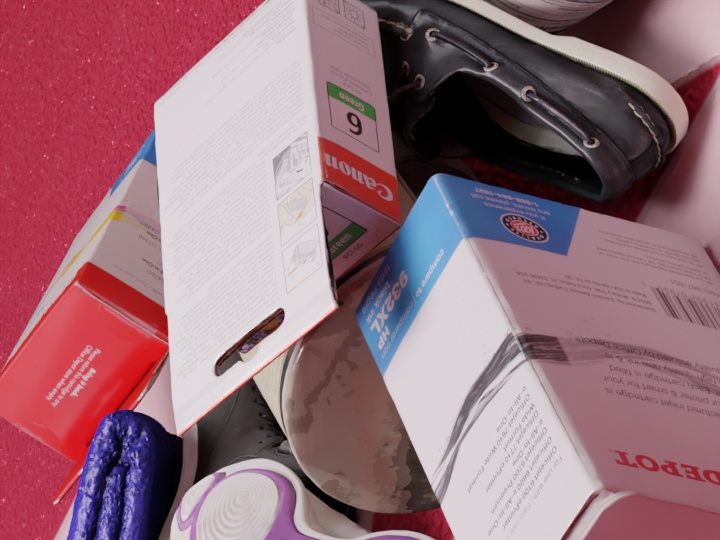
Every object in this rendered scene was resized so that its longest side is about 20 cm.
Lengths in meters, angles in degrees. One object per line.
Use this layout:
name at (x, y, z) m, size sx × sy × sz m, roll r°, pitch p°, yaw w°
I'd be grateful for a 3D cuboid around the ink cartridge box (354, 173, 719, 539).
ink cartridge box at (0.101, 0.064, 1.134) m, size 0.084 × 0.145 × 0.200 m, roll -59°, pitch 34°, yaw 27°

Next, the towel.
towel at (-0.128, 0.153, 1.481) m, size 0.200 × 0.049 × 0.148 m, roll 76°, pitch -160°, yaw -81°

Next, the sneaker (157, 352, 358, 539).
sneaker at (-0.042, 0.097, 1.454) m, size 0.099 × 0.071 × 0.201 m, roll -16°, pitch 44°, yaw 29°

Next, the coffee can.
coffee can at (0.000, 0.000, 1.330) m, size 0.147 × 0.146 × 0.200 m, roll -63°, pitch 33°, yaw 21°

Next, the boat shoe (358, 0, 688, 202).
boat shoe at (0.048, -0.078, 1.271) m, size 0.066 × 0.199 × 0.075 m, roll -55°, pitch -24°, yaw -27°

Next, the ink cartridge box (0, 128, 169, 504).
ink cartridge box at (-0.140, 0.023, 1.556) m, size 0.116 × 0.067 × 0.200 m, roll -50°, pitch 11°, yaw 37°

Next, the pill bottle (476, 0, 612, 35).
pill bottle at (0.084, -0.174, 1.290) m, size 0.200 × 0.119 × 0.120 m, roll -29°, pitch 54°, yaw 52°

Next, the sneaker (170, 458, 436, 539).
sneaker at (-0.015, 0.156, 1.319) m, size 0.200 × 0.100 × 0.075 m, roll 23°, pitch 64°, yaw 44°

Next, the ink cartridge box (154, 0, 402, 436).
ink cartridge box at (-0.036, -0.025, 1.219) m, size 0.109 × 0.050 × 0.201 m, roll -39°, pitch 40°, yaw 32°
